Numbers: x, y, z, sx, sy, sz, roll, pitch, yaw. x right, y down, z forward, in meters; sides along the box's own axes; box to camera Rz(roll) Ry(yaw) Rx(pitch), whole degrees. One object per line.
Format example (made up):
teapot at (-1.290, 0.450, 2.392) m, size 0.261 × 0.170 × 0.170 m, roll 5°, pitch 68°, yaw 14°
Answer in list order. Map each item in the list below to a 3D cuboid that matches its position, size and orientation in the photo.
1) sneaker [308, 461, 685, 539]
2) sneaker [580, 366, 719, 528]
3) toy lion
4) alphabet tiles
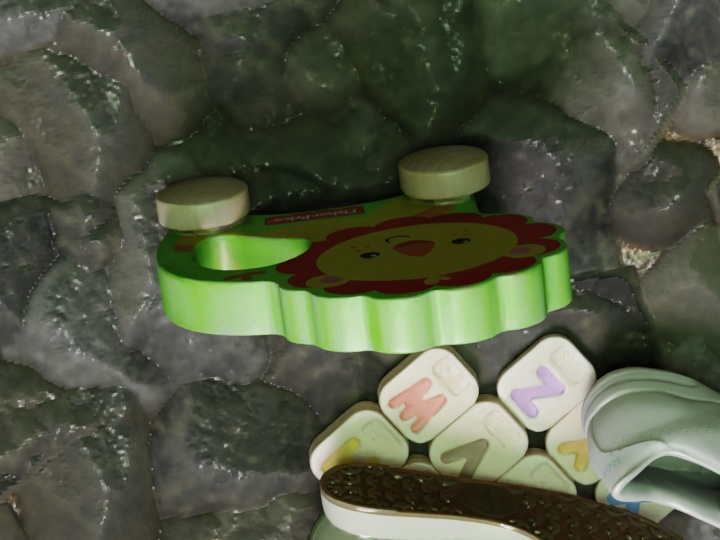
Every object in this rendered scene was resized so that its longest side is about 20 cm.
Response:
sneaker at (0.067, 0.162, 1.512) m, size 0.199 × 0.067 × 0.090 m, roll 11°, pitch 114°, yaw -6°
sneaker at (0.214, 0.102, 1.489) m, size 0.199 × 0.089 × 0.076 m, roll 2°, pitch 124°, yaw -5°
toy lion at (0.000, 0.000, 1.405) m, size 0.199 × 0.192 × 0.069 m, roll -7°, pitch 107°, yaw 1°
alphabet tiles at (0.070, 0.136, 1.541) m, size 0.195 × 0.015 × 0.200 m, roll -41°, pitch 104°, yaw 10°
